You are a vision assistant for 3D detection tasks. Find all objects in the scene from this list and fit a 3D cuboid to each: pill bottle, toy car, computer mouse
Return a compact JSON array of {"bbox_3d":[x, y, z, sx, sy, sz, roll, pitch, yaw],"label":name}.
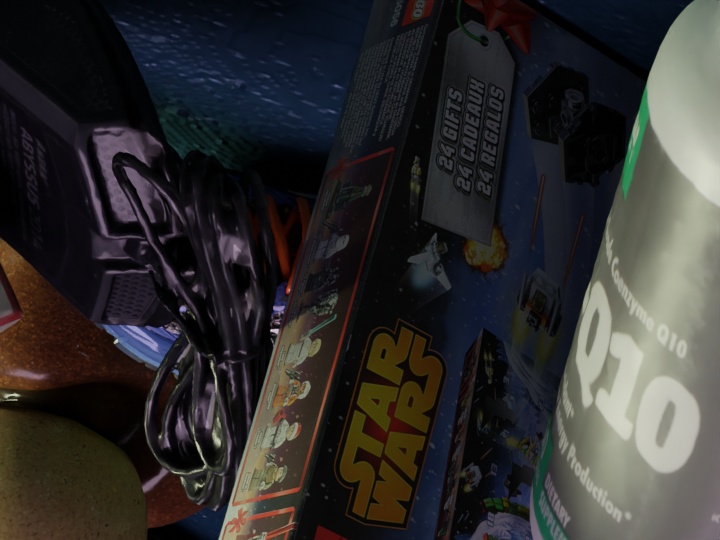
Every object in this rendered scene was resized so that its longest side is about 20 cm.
[{"bbox_3d":[0.115,-0.002,0.725,0.113,0.113,0.201,15,126,2],"label":"pill bottle"},{"bbox_3d":[-0.110,0.090,1.047,0.164,0.201,0.158,5,154,24],"label":"toy car"},{"bbox_3d":[-0.081,-0.036,0.857,0.200,0.053,0.139,43,150,26],"label":"computer mouse"}]

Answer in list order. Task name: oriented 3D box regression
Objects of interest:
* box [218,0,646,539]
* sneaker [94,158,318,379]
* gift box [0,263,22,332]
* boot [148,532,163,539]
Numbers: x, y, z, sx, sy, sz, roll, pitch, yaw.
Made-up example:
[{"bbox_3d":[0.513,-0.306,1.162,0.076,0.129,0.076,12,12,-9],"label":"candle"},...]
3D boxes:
[{"bbox_3d":[0.042,0.034,0.824,0.137,0.201,0.040,30,153,-29],"label":"box"},{"bbox_3d":[0.000,0.000,0.958,0.199,0.076,0.078,14,149,-17],"label":"sneaker"},{"bbox_3d":[-0.228,-0.027,0.844,0.200,0.184,0.187,62,150,-2],"label":"gift box"},{"bbox_3d":[-0.109,0.134,1.296,0.203,0.074,0.154,21,161,-3],"label":"boot"}]
